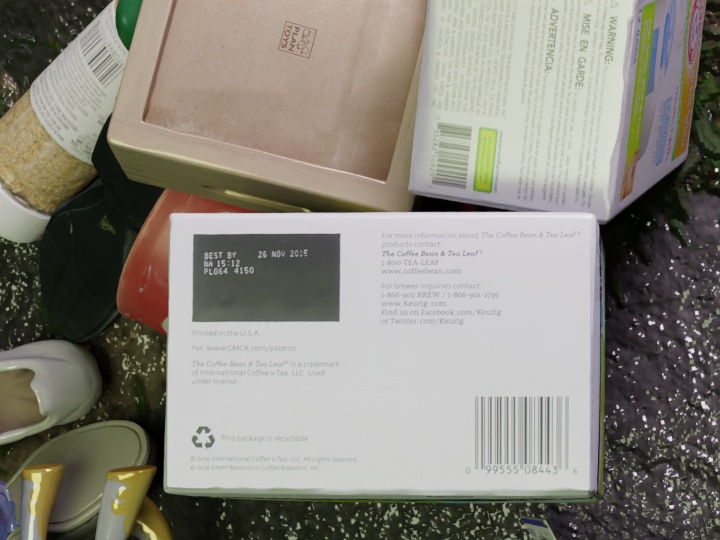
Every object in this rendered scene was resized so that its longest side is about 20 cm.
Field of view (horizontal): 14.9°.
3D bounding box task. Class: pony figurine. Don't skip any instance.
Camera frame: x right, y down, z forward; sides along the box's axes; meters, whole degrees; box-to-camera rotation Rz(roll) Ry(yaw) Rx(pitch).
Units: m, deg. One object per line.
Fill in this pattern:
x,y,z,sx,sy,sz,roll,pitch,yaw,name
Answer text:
-0.184,0.214,1.567,0.193,0.167,0.200,-5,94,9,pony figurine

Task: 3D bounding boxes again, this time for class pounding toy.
-0.049,-0.127,1.436,0.200,0.142,0.184,14,82,3,pounding toy

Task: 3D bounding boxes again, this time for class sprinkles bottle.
-0.147,-0.100,1.571,0.200,0.068,0.068,-42,82,26,sprinkles bottle

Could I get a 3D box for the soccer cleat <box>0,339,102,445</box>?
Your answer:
-0.246,0.083,1.648,0.200,0.078,0.069,-16,93,28,soccer cleat

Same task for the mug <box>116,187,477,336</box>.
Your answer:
-0.006,0.005,1.495,0.200,0.133,0.178,34,114,12,mug

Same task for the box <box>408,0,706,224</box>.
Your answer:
0.103,-0.100,1.377,0.101,0.200,0.113,9,103,16,box

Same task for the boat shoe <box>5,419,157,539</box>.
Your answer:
-0.188,0.154,1.657,0.200,0.057,0.067,-35,49,23,boat shoe

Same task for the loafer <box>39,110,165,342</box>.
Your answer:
-0.124,-0.029,1.573,0.073,0.072,0.200,54,138,15,loafer

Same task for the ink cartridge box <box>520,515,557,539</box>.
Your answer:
0.151,0.213,1.477,0.039,0.099,0.200,-27,90,-5,ink cartridge box

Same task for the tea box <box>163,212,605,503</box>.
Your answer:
0.018,0.046,1.338,0.200,0.197,0.134,0,85,7,tea box
